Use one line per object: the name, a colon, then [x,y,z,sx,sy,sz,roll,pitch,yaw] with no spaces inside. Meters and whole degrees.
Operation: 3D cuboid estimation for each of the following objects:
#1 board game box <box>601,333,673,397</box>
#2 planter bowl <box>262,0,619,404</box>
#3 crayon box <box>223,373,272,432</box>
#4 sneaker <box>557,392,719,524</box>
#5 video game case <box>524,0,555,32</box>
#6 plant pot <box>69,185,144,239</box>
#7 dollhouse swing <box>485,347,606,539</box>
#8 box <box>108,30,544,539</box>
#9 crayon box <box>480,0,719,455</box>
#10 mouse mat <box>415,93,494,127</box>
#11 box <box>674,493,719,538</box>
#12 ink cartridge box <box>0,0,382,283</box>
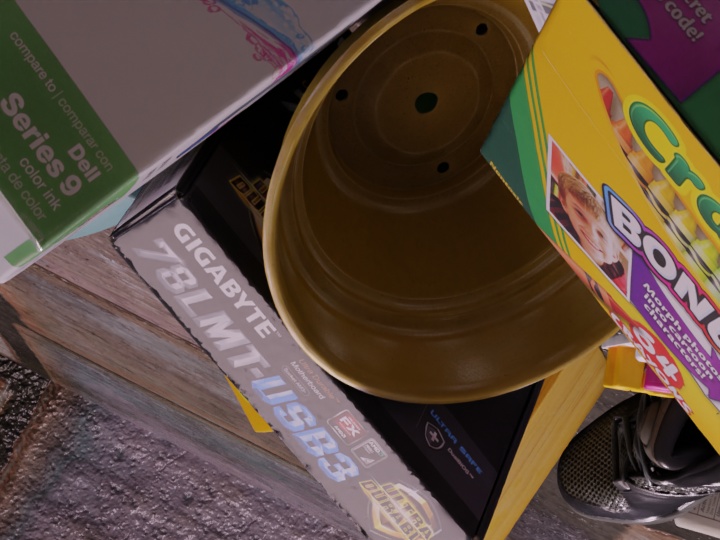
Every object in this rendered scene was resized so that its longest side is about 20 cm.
board game box: [0.213,0.054,1.082,0.199,0.026,0.200,9,178,1]
planter bowl: [0.040,-0.051,0.982,0.200,0.200,0.084,38,-170,-39]
crayon box: [-0.033,0.015,1.239,0.200,0.051,0.127,-12,109,58]
sneaker: [0.157,0.084,1.255,0.114,0.077,0.199,14,161,-38]
video game case: [0.116,-0.071,0.822,0.182,0.022,0.200,33,158,48]
plant pot: [-0.161,-0.102,1.132,0.160,0.202,0.201,7,160,25]
dollhouse swing: [0.002,0.034,1.289,0.200,0.182,0.176,39,-166,26]
box: [0.000,0.000,1.063,0.050,0.199,0.200,-31,107,33]
crayon box: [0.130,-0.001,0.773,0.200,0.058,0.173,52,168,8]
mouse mat: [0.054,-0.049,1.139,0.161,0.008,0.200,48,174,-5]
box: [0.268,0.116,1.264,0.077,0.096,0.199,17,179,-39]
ink cartridge box: [-0.075,-0.091,0.916,0.088,0.200,0.145,52,165,-5]
